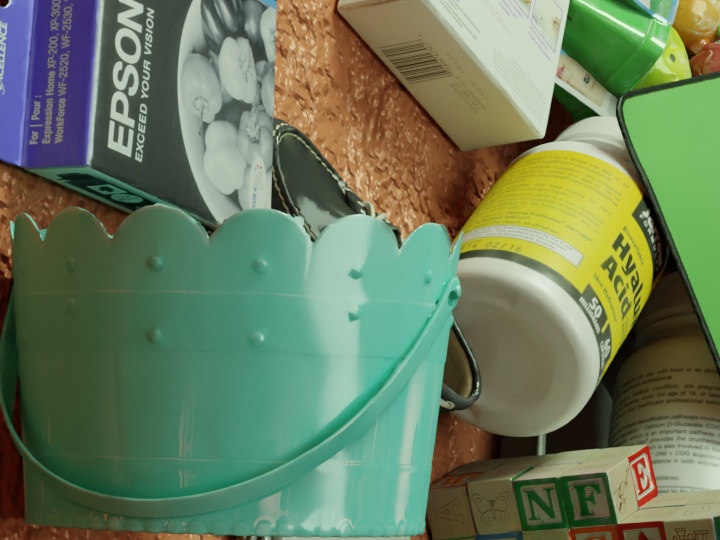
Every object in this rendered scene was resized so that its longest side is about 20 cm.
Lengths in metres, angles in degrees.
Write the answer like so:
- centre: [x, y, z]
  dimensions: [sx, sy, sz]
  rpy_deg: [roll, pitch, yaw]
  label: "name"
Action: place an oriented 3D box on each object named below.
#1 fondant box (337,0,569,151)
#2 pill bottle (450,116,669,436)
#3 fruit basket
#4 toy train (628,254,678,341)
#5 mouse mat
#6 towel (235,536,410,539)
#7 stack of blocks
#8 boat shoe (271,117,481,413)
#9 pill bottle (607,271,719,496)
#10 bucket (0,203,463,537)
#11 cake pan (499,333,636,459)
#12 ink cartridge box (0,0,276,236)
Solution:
- centre: [0.064, -0.191, 1.587]
  dimensions: [0.144, 0.058, 0.200]
  rpy_deg: [46, 47, -43]
  label: "fondant box"
- centre: [0.111, -0.004, 1.566]
  dimensions: [0.200, 0.111, 0.112]
  rpy_deg: [-54, 127, -49]
  label: "pill bottle"
- centre: [0.205, -0.131, 1.692]
  dimensions: [0.200, 0.094, 0.185]
  rpy_deg: [28, 44, -6]
  label: "fruit basket"
- centre: [0.212, -0.015, 1.752]
  dimensions: [0.200, 0.085, 0.114]
  rpy_deg: [-21, 123, -56]
  label: "toy train"
- centre: [0.228, -0.020, 1.604]
  dimensions: [0.161, 0.008, 0.200]
  rpy_deg: [-14, 80, -47]
  label: "mouse mat"
- centre: [0.000, 0.194, 1.417]
  dimensions: [0.149, 0.031, 0.201]
  rpy_deg: [-18, 98, -57]
  label: "towel"
- centre: [0.142, 0.157, 1.491]
  dimensions: [0.059, 0.200, 0.116]
  rpy_deg: [-22, 103, -57]
  label: "stack of blocks"
- centre: [0.000, 0.000, 1.435]
  dimensions: [0.200, 0.060, 0.074]
  rpy_deg: [62, 37, -27]
  label: "boat shoe"
- centre: [0.198, 0.108, 1.604]
  dimensions: [0.113, 0.113, 0.200]
  rpy_deg: [42, 48, -46]
  label: "pill bottle"
- centre: [-0.058, 0.046, 1.208]
  dimensions: [0.207, 0.207, 0.135]
  rpy_deg: [7, 83, -57]
  label: "bucket"
- centre: [0.140, 0.132, 1.649]
  dimensions: [0.200, 0.037, 0.201]
  rpy_deg: [19, 67, -55]
  label: "cake pan"
- centre: [-0.110, -0.128, 1.310]
  dimensions: [0.200, 0.043, 0.199]
  rpy_deg: [23, 64, -53]
  label: "ink cartridge box"
